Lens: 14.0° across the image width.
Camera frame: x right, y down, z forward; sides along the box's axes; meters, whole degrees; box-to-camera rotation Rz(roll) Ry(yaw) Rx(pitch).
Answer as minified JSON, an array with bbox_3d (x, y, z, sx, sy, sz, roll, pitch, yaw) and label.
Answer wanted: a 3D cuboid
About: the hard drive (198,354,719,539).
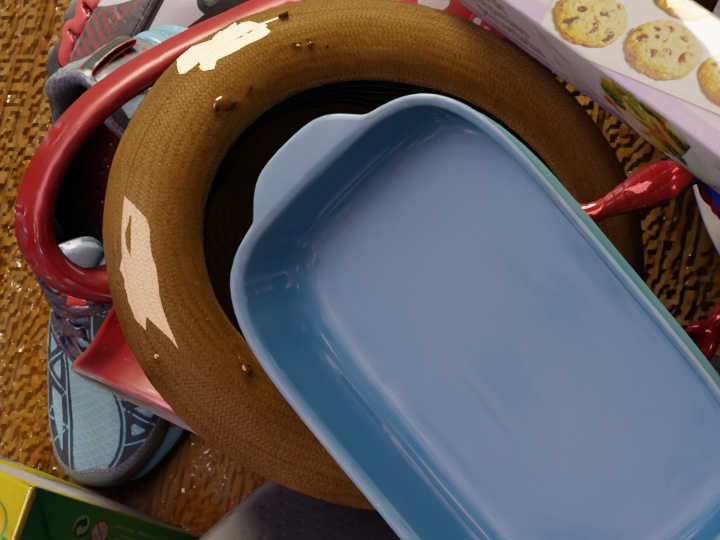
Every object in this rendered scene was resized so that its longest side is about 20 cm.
[{"bbox_3d":[0.042,0.086,1.039,0.135,0.042,0.200,19,45,43],"label":"hard drive"}]

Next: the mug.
[{"bbox_3d":[-0.021,-0.028,1.133,0.133,0.177,0.200,22,83,36],"label":"mug"}]

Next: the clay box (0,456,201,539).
[{"bbox_3d":[-0.176,0.095,1.230,0.200,0.115,0.048,15,84,39],"label":"clay box"}]

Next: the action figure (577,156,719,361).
[{"bbox_3d":[0.129,0.021,0.970,0.099,0.065,0.200,-32,58,12],"label":"action figure"}]

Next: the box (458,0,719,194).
[{"bbox_3d":[0.089,-0.078,0.986,0.041,0.039,0.200,-42,41,-4],"label":"box"}]

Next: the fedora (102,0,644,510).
[{"bbox_3d":[0.000,0.000,1.040,0.082,0.200,0.201,141,135,-66],"label":"fedora"}]

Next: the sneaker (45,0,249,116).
[{"bbox_3d":[-0.053,-0.114,1.244,0.200,0.071,0.098,-42,52,15],"label":"sneaker"}]

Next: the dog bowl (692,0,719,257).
[{"bbox_3d":[0.218,-0.053,1.026,0.200,0.079,0.200,-13,67,31],"label":"dog bowl"}]

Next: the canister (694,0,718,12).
[{"bbox_3d":[0.154,-0.198,1.080,0.200,0.149,0.087,-47,71,10],"label":"canister"}]

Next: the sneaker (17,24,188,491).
[{"bbox_3d":[-0.114,-0.002,1.208,0.079,0.095,0.200,16,106,32],"label":"sneaker"}]

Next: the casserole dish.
[{"bbox_3d":[0.046,0.032,0.943,0.121,0.039,0.200,-43,83,25],"label":"casserole dish"}]
